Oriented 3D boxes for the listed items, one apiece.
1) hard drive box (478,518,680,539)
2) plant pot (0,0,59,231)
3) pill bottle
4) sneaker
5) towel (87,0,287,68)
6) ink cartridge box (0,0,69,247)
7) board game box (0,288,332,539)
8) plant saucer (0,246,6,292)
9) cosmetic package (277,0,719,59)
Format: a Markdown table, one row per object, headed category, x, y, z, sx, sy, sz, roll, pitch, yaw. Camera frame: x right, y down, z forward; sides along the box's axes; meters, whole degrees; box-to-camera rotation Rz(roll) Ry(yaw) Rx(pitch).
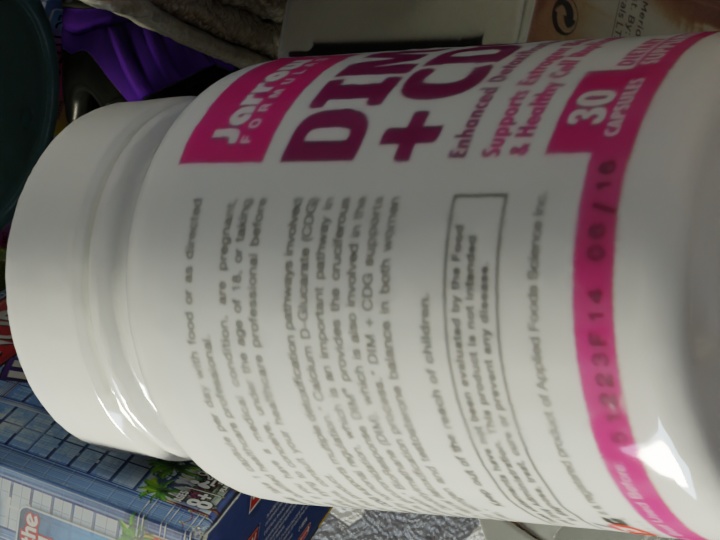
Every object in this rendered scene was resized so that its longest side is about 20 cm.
| category | x | y | z | sx | sy | sz | roll | pitch | yaw |
| --- | --- | --- | --- | --- | --- | --- | --- | --- | --- |
| hard drive box | 0.159 | 0.055 | 0.692 | 0.199 | 0.077 | 0.156 | 0 | 145 | -32 |
| plant pot | -0.182 | -0.064 | 0.757 | 0.134 | 0.201 | 0.200 | 12 | 173 | 26 |
| pill bottle | 0.015 | 0.003 | 0.546 | 0.199 | 0.114 | 0.113 | 0 | 167 | 37 |
| sneaker | -0.046 | -0.074 | 0.853 | 0.069 | 0.100 | 0.199 | 12 | 179 | -43 |
| towel | -0.085 | -0.103 | 0.652 | 0.132 | 0.035 | 0.200 | 30 | -173 | 28 |
| ink cartridge box | -0.059 | -0.038 | 1.000 | 0.199 | 0.137 | 0.077 | 11 | 134 | -2 |
| board game box | -0.114 | 0.048 | 0.689 | 0.198 | 0.062 | 0.200 | 13 | -162 | 10 |
| plant saucer | -0.202 | 0.026 | 0.884 | 0.199 | 0.048 | 0.200 | 5 | -165 | 16 |
| cosmetic package | 0.085 | -0.071 | 0.654 | 0.199 | 0.088 | 0.103 | 18 | 170 | -41 |
